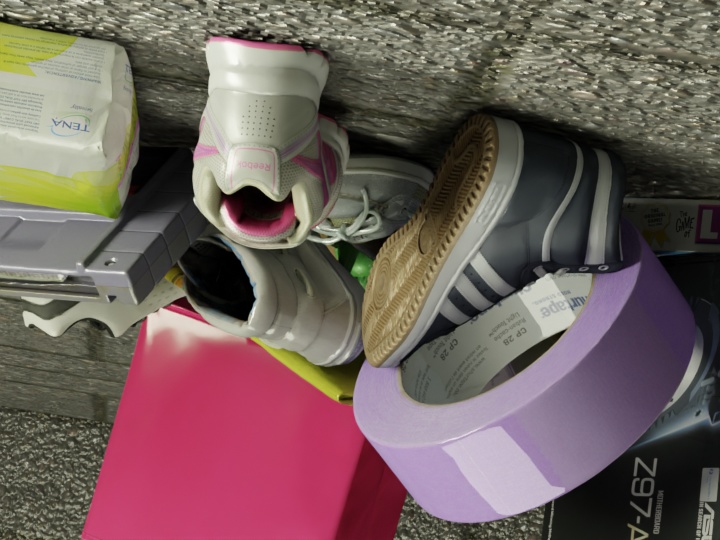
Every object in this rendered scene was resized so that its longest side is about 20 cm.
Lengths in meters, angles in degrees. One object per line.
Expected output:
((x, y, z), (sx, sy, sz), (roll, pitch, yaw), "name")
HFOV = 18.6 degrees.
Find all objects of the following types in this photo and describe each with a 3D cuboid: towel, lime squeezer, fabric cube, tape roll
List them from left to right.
((-0.068, 0.128, 1.690), (0.195, 0.200, 0.200), (19, -168, 15), "fabric cube")
((-0.051, 0.040, 1.413), (0.086, 0.018, 0.200), (4, -157, -47), "towel")
((0.000, 0.000, 1.481), (0.038, 0.071, 0.200), (-9, 170, 3), "lime squeezer")
((0.095, 0.053, 1.291), (0.200, 0.200, 0.066), (-4, 130, 50), "tape roll")

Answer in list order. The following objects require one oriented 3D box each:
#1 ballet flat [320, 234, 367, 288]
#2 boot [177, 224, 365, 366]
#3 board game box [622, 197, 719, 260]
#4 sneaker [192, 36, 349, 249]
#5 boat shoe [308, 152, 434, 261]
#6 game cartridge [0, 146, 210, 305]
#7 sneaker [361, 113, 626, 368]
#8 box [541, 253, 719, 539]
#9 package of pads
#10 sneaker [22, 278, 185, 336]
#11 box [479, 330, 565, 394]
((0.051, 0.011, 1.568), (0.199, 0.063, 0.069), (12, 171, -18), "ballet flat")
((-0.075, -0.011, 1.376), (0.095, 0.074, 0.200), (18, -165, -38), "boot")
((0.270, -0.010, 1.351), (0.199, 0.034, 0.134), (3, 168, 30), "board game box")
((-0.054, -0.051, 1.188), (0.081, 0.089, 0.200), (7, 163, 8), "sneaker")
((0.013, -0.030, 1.363), (0.074, 0.065, 0.202), (3, 169, 27), "boat shoe")
((-0.187, -0.033, 1.374), (0.199, 0.130, 0.039), (3, 132, 32), "game cartridge")
((0.079, -0.006, 1.261), (0.108, 0.070, 0.200), (8, 139, -23), "sneaker")
((0.185, 0.095, 1.333), (0.043, 0.201, 0.160), (14, 169, -34), "box")
((-0.201, -0.084, 1.229), (0.154, 0.069, 0.200), (9, 171, -2), "package of pads")
((-0.154, 0.001, 1.504), (0.199, 0.080, 0.074), (-3, -167, -41), "sneaker")
((0.094, 0.078, 1.500), (0.095, 0.078, 0.200), (-32, 159, 17), "box")
